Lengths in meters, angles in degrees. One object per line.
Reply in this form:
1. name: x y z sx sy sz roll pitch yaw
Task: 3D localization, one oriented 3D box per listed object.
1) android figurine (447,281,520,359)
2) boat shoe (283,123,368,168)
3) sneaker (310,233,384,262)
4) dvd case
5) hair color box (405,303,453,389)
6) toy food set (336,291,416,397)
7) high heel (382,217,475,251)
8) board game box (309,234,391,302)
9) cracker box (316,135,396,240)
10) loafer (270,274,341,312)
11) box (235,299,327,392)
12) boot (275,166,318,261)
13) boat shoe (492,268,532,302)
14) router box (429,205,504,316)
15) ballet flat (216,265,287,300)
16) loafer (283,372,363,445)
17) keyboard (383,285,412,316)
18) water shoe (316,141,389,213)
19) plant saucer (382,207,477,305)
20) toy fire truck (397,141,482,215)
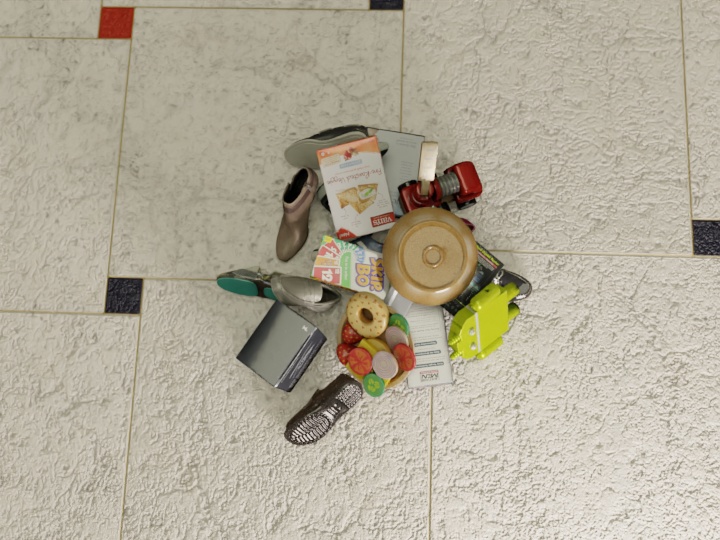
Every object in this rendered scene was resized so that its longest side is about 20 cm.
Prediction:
1. android figurine: 0.256 0.110 1.647 0.199 0.183 0.041 -34 47 -24
2. boat shoe: -0.077 -0.288 1.796 0.198 0.074 0.061 -14 36 15
3. sneaker: -0.009 -0.046 1.744 0.198 0.075 0.085 5 72 -3
4. dvd case: 0.063 -0.222 1.799 0.141 0.018 0.202 10 80 3
5. hair color box: 0.137 0.148 1.699 0.099 0.061 0.202 -7 77 2
6. toy food set: 0.030 0.158 1.661 0.198 0.049 0.201 40 118 19
7. high heel: 0.148 -0.070 1.697 0.198 0.096 0.068 -11 95 -22
8. board game box: 0.000 0.000 1.685 0.198 0.030 0.096 19 80 -3
9. cracker box: -0.007 -0.178 1.702 0.133 0.058 0.202 -13 101 5
10. loafer: -0.114 0.042 1.663 0.069 0.199 0.071 -23 69 26
11. box: -0.159 0.161 1.638 0.104 0.200 0.149 34 81 10
12. boot: -0.147 -0.129 1.723 0.070 0.146 0.202 17 79 8
13. boat shoe: 0.280 0.020 1.718 0.198 0.063 0.073 16 79 5
14. router box: 0.178 -0.016 1.653 0.200 0.062 0.150 40 89 -3
15. ballet flat: -0.216 0.027 1.744 0.198 0.072 0.073 13 79 5
16. loafer: -0.080 0.295 1.684 0.199 0.071 0.073 -38 119 3
17. keyboard: 0.059 0.105 1.679 0.056 0.011 0.201 25 118 -2
18. water shoe: -0.004 -0.205 1.762 0.199 0.071 0.079 -38 89 12
19. plant saucer: 0.144 -0.029 1.602 0.198 0.035 0.202 0 90 -4
20. toy fire truck: 0.174 -0.197 1.686 0.175 0.200 0.130 -19 83 -9
